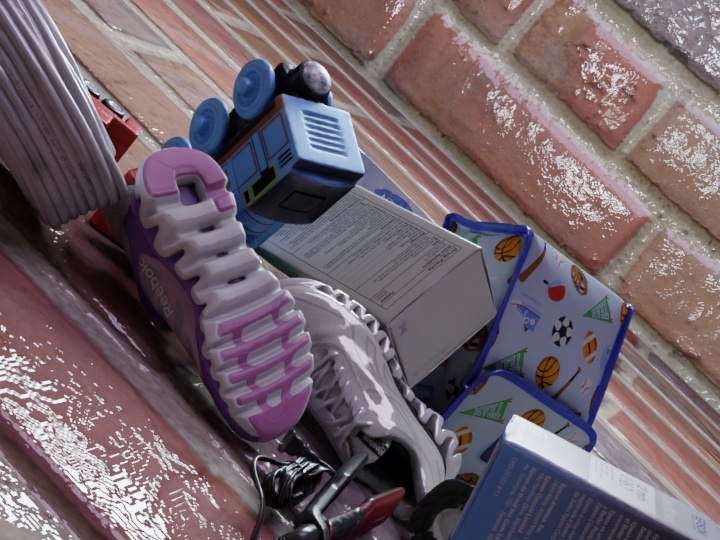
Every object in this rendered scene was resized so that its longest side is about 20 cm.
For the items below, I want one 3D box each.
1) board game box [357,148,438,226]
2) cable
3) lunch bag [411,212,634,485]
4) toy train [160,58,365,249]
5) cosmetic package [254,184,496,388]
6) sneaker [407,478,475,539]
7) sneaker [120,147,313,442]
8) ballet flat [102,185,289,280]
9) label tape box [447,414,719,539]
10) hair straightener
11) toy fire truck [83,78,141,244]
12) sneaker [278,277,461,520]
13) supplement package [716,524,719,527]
[{"bbox_3d":[-0.025,-0.048,1.323,0.199,0.041,0.201,45,-23,16],"label":"board game box"},{"bbox_3d":[-0.222,-0.122,0.950,0.200,0.069,0.201,53,-13,35],"label":"cable"},{"bbox_3d":[0.120,0.082,1.217,0.169,0.202,0.123,33,-14,-39],"label":"lunch bag"},{"bbox_3d":[-0.085,-0.073,1.118,0.086,0.200,0.115,13,52,-41],"label":"toy train"},{"bbox_3d":[0.000,0.000,1.161,0.199,0.103,0.074,31,-31,43],"label":"cosmetic package"},{"bbox_3d":[0.122,0.216,0.981,0.200,0.077,0.089,40,-1,40],"label":"sneaker"},{"bbox_3d":[-0.102,0.023,0.974,0.080,0.088,0.202,-16,75,-42],"label":"sneaker"},{"bbox_3d":[-0.104,0.006,1.069,0.199,0.068,0.068,32,34,-39],"label":"ballet flat"},{"bbox_3d":[0.142,0.197,0.858,0.198,0.144,0.066,27,12,4],"label":"label tape box"},{"bbox_3d":[-0.033,0.137,0.903,0.077,0.041,0.200,44,16,12],"label":"hair straightener"},{"bbox_3d":[-0.223,-0.107,1.114,0.199,0.049,0.141,39,13,-11],"label":"toy fire truck"},{"bbox_3d":[-0.004,0.091,1.046,0.200,0.075,0.081,50,25,-7],"label":"sneaker"},{"bbox_3d":[0.287,0.305,1.061,0.199,0.147,0.192,25,20,-53],"label":"supplement package"}]
